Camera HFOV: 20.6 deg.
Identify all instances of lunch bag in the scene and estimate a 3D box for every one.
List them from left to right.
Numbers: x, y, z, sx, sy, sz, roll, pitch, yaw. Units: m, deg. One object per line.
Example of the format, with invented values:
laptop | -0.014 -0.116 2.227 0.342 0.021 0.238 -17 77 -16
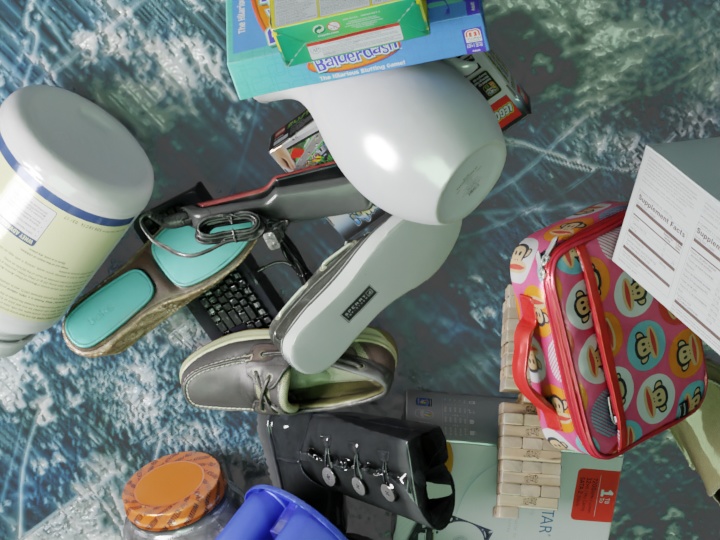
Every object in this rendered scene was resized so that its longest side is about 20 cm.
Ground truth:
lunch bag | 0.200 0.052 1.679 0.175 0.082 0.202 -23 107 -30

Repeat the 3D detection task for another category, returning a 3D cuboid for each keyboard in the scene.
keyboard | -0.101 0.007 1.756 0.126 0.021 0.201 -26 116 16

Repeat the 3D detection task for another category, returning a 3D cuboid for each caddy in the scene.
caddy | -0.048 0.277 1.766 0.141 0.105 0.201 16 143 43

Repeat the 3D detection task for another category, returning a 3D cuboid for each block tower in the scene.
block tower | 0.149 0.117 1.736 0.057 0.054 0.202 5 83 0

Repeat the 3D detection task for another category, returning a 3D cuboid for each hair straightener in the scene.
hair straightener | -0.085 -0.050 1.640 0.198 0.077 0.041 -8 120 -1

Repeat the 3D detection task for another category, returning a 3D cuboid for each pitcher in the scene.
pitcher | 0.034 -0.146 1.571 0.200 0.121 0.172 41 91 25

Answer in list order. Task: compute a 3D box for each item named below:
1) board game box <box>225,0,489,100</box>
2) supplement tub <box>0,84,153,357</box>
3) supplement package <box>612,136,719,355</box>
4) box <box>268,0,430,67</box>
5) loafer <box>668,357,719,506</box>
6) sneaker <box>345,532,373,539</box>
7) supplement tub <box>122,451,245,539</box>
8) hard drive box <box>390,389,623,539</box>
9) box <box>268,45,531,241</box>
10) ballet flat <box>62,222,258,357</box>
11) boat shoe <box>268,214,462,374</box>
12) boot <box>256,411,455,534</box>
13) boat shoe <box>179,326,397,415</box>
board game box | -0.006 -0.219 1.548 0.198 0.153 0.045 -11 141 7
supplement tub | -0.281 -0.039 1.663 0.144 0.145 0.200 33 115 -16
supplement package | 0.335 -0.027 1.602 0.199 0.156 0.112 -8 126 -33
box | -0.014 -0.251 1.516 0.116 0.201 0.049 -11 143 8
loafer | 0.334 0.161 1.804 0.076 0.068 0.200 -32 114 18
sneaker | -0.018 0.334 1.922 0.089 0.079 0.201 8 125 -25
supplement tub | -0.148 0.277 1.851 0.121 0.123 0.201 -11 119 8
hard drive box | 0.131 0.201 1.827 0.198 0.077 0.157 4 120 -1
box | 0.032 -0.122 1.670 0.199 0.035 0.110 -34 114 19
ballet flat | -0.168 0.007 1.713 0.199 0.065 0.071 -32 75 2
boat shoe | 0.000 0.000 1.718 0.200 0.064 0.071 -42 130 -3
boot | 0.008 0.198 1.774 0.199 0.066 0.166 5 128 42
boat shoe | -0.066 0.095 1.757 0.199 0.066 0.072 -7 120 6
